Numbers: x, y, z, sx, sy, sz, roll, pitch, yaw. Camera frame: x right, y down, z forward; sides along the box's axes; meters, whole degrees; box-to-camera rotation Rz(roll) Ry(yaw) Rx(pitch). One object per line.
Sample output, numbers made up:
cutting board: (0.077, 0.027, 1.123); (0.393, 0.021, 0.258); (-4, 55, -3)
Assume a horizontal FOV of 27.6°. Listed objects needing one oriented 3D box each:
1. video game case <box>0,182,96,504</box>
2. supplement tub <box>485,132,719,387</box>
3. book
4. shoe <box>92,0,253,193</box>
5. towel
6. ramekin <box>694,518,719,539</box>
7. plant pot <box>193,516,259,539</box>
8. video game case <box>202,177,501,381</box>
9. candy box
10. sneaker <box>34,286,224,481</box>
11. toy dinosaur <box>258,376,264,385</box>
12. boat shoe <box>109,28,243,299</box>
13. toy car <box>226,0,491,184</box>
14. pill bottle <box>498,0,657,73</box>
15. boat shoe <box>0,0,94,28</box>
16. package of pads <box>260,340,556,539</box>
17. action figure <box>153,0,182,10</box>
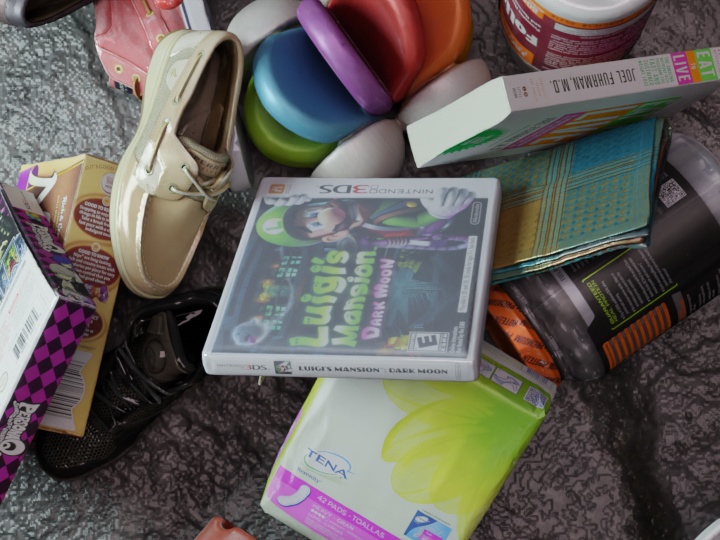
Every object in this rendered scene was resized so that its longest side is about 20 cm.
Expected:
video game case: (-0.266, 0.063, 1.048); (0.036, 0.181, 0.201); (18, 107, -35)
supplement tub: (0.187, -0.001, 1.091); (0.200, 0.123, 0.123); (-34, 82, -4)
book: (0.151, -0.123, 1.065); (0.199, 0.133, 0.048); (-12, 85, -28)
shoe: (-0.149, -0.144, 1.152); (0.091, 0.071, 0.201); (-17, 76, 0)
towel: (0.127, -0.042, 1.066); (0.199, 0.147, 0.022); (-17, 122, 30)
ramekin: (0.308, 0.262, 1.056); (0.199, 0.105, 0.201); (0, 82, 2)
plant pot: (-0.099, 0.294, 1.029); (0.200, 0.201, 0.196); (35, 75, 6)
video game case: (0.000, 0.000, 1.016); (0.181, 0.023, 0.200); (0, 40, 11)
candy box: (-0.230, 0.018, 1.099); (0.056, 0.116, 0.201); (16, 80, -34)
sneaker: (-0.172, 0.081, 1.095); (0.199, 0.114, 0.076); (-37, 82, 1)
toy dinosaur: (-0.030, 0.021, 1.097); (0.058, 0.101, 0.200); (28, 62, 23)
boat shoe: (-0.128, -0.077, 1.063); (0.065, 0.072, 0.201); (8, 84, 46)
toy car: (-0.002, -0.161, 1.106); (0.200, 0.150, 0.175); (-35, 82, -4)
pill bottle: (0.160, -0.208, 1.084); (0.114, 0.200, 0.115); (0, 81, 2)
boat shoe: (-0.201, -0.244, 1.130); (0.200, 0.072, 0.065); (-38, 54, -26)
package of pads: (0.029, 0.125, 1.063); (0.154, 0.068, 0.201); (31, 116, 5)
action figure: (-0.100, -0.274, 1.129); (0.098, 0.065, 0.201); (7, 57, 18)
